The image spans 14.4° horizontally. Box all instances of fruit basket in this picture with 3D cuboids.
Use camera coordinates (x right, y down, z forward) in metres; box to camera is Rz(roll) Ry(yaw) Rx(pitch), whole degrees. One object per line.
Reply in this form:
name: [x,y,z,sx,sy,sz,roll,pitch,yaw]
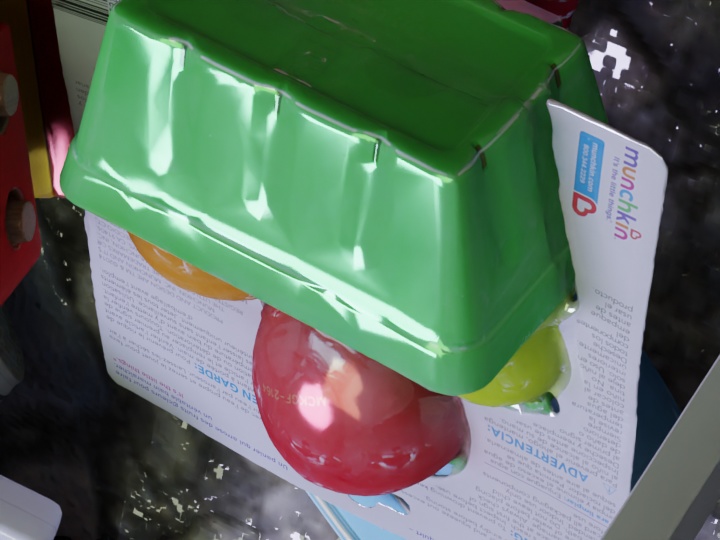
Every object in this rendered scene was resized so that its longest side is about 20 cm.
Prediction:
fruit basket: [0.000,0.000,0.765,0.185,0.094,0.200,26,149,24]

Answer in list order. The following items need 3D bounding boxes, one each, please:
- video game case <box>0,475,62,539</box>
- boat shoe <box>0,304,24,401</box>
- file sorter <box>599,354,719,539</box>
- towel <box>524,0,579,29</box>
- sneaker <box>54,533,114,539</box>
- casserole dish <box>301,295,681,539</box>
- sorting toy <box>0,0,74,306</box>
video game case: [-0.207,0.086,0.885,0.199,0.023,0.182,26,135,-3]
boat shoe: [-0.177,-0.037,0.897,0.062,0.075,0.201,-26,103,7]
file sorter: [0.119,0.088,0.681,0.124,0.200,0.139,31,152,11]
towel: [-0.002,-0.113,0.716,0.144,0.023,0.200,34,164,5]
sneaker: [-0.152,0.132,0.970,0.199,0.066,0.091,5,112,27]
casserole dish: [0.013,0.026,0.839,0.121,0.039,0.200,-34,91,37]
sorting toy: [-0.123,-0.087,0.775,0.069,0.200,0.200,1,113,14]
